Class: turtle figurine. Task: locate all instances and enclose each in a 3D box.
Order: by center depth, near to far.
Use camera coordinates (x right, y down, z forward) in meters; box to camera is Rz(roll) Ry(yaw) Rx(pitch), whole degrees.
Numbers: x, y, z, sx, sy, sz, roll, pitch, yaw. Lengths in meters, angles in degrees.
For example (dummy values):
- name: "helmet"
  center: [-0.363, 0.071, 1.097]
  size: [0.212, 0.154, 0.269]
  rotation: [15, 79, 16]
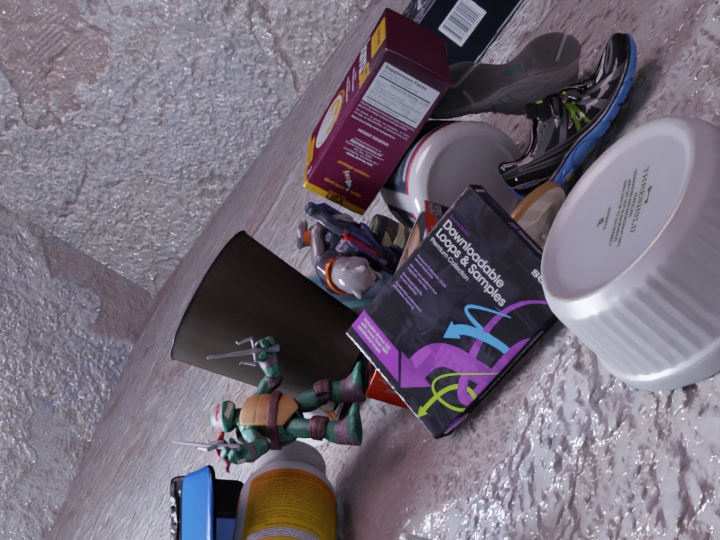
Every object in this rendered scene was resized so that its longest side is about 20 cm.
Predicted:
- name: "turtle figurine"
  center: [-0.095, 0.149, 1.022]
  size: [0.101, 0.197, 0.151]
  rotation: [76, -168, -57]

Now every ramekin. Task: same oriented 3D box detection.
- name: "ramekin"
  center: [0.218, -0.021, 0.693]
  size: [0.203, 0.094, 0.203]
  rotation: [-52, 17, 22]

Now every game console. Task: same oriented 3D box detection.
- name: "game console"
  center: [-0.141, 0.317, 1.000]
  size: [0.117, 0.170, 0.202]
  rotation: [-13, 70, 32]

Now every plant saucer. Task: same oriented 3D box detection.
- name: "plant saucer"
  center: [-0.008, 0.025, 1.219]
  size: [0.198, 0.019, 0.070]
  rotation: [-7, 33, 17]

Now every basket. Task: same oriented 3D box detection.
- name: "basket"
  center: [-0.095, 0.074, 1.121]
  size: [0.181, 0.198, 0.136]
  rotation: [-60, -7, -26]

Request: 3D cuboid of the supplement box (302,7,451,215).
- name: "supplement box"
  center: [0.016, -0.180, 1.085]
  size: [0.201, 0.085, 0.111]
  rotation: [-55, 20, 33]

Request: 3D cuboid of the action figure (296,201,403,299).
- name: "action figure"
  center: [0.000, 0.000, 1.135]
  size: [0.105, 0.199, 0.194]
  rotation: [-58, 9, 6]

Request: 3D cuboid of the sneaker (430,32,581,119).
- name: "sneaker"
  center: [0.165, -0.210, 1.112]
  size: [0.198, 0.080, 0.071]
  rotation: [-15, 59, 7]

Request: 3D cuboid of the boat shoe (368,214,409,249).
- name: "boat shoe"
  center: [-0.007, 0.007, 1.371]
  size: [0.201, 0.064, 0.073]
  rotation: [-58, 17, 6]

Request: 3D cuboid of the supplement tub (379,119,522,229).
- name: "supplement tub"
  center: [0.102, -0.108, 1.121]
  size: [0.141, 0.140, 0.200]
  rotation: [-57, 16, 1]

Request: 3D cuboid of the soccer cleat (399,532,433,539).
- name: "soccer cleat"
  center: [0.013, 0.296, 0.737]
  size: [0.201, 0.086, 0.070]
  rotation: [-58, 16, 0]

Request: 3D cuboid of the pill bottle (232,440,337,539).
- name: "pill bottle"
  center: [-0.079, 0.276, 1.007]
  size: [0.111, 0.110, 0.201]
  rotation: [-51, 17, 22]

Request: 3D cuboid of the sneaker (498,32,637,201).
- name: "sneaker"
  center: [0.215, -0.162, 0.974]
  size: [0.200, 0.082, 0.071]
  rotation: [-55, -3, 10]

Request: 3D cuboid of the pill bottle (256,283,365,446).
- name: "pill bottle"
  center: [-0.060, 0.119, 1.241]
  size: [0.112, 0.112, 0.201]
  rotation: [-38, 25, 50]

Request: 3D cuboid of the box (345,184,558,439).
- name: "box"
  center: [0.093, 0.040, 0.893]
  size: [0.200, 0.143, 0.036]
  rotation: [-51, -22, 21]

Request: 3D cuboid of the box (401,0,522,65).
- name: "box"
  center: [0.160, -0.437, 1.596]
  size: [0.201, 0.123, 0.197]
  rotation: [-52, 15, 19]

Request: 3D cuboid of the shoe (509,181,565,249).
- name: "shoe"
  center: [0.151, 0.004, 0.943]
  size: [0.201, 0.053, 0.070]
  rotation: [-55, -26, 1]

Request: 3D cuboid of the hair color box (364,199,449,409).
- name: "hair color box"
  center: [0.063, 0.038, 1.015]
  size: [0.102, 0.061, 0.202]
  rotation: [-88, 17, -61]
